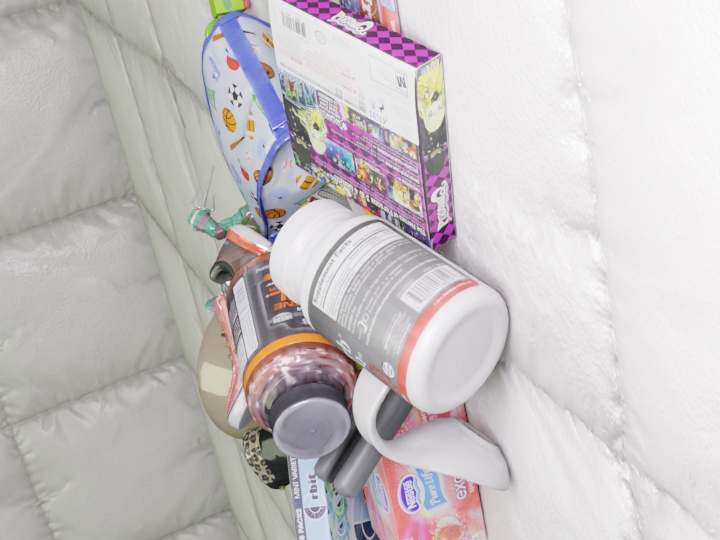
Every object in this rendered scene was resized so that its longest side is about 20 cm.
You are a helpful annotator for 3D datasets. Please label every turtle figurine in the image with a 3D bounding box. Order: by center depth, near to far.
[{"bbox_3d":[-0.135,-0.049,1.579,0.101,0.147,0.203,-127,40,-59],"label":"turtle figurine"}]

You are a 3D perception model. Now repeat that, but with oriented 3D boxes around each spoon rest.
[{"bbox_3d":[0.061,0.154,1.178,0.199,0.061,0.099,35,-179,-38],"label":"spoon rest"}]

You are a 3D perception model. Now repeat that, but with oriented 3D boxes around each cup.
[{"bbox_3d":[-0.087,0.126,1.653,0.142,0.199,0.203,6,119,45],"label":"cup"}]

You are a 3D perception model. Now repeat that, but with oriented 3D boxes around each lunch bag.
[{"bbox_3d":[-0.091,-0.156,1.373,0.171,0.122,0.201,61,173,24],"label":"lunch bag"}]

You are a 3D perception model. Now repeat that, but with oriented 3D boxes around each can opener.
[{"bbox_3d":[0.019,0.112,1.209,0.053,0.202,0.067,30,175,32],"label":"can opener"}]

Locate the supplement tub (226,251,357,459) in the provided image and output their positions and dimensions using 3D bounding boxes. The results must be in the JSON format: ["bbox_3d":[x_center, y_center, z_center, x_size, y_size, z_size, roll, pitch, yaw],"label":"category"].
[{"bbox_3d":[-0.061,0.079,1.199,0.201,0.105,0.108,-110,9,-51],"label":"supplement tub"}]

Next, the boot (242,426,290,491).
[{"bbox_3d":[-0.037,0.244,1.585,0.153,0.074,0.204,-23,115,41],"label":"boot"}]

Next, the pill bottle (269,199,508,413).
[{"bbox_3d":[0.020,0.024,1.110,0.199,0.115,0.117,34,146,36],"label":"pill bottle"}]

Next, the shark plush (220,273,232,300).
[{"bbox_3d":[-0.105,0.093,1.449,0.090,0.083,0.204,-2,102,30],"label":"shark plush"}]

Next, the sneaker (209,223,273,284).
[{"bbox_3d":[-0.079,0.030,1.355,0.199,0.082,0.077,33,175,34],"label":"sneaker"}]

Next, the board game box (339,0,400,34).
[{"bbox_3d":[0.008,-0.214,1.133,0.103,0.019,0.203,-131,26,-53],"label":"board game box"}]

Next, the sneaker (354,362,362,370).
[{"bbox_3d":[-0.037,0.029,1.417,0.066,0.077,0.202,75,-172,-51],"label":"sneaker"}]

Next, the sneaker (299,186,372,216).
[{"bbox_3d":[0.000,0.000,1.318,0.078,0.081,0.202,93,152,-57],"label":"sneaker"}]

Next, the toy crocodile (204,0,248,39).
[{"bbox_3d":[-0.159,-0.324,1.541,0.067,0.061,0.203,-159,55,-71],"label":"toy crocodile"}]

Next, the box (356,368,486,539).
[{"bbox_3d":[0.054,0.196,1.336,0.095,0.101,0.203,-134,29,-57],"label":"box"}]

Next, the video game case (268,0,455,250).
[{"bbox_3d":[0.000,-0.135,1.132,0.199,0.036,0.183,34,144,40],"label":"video game case"}]

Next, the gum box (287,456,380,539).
[{"bbox_3d":[-0.014,0.239,1.418,0.199,0.044,0.173,11,-109,-65],"label":"gum box"}]

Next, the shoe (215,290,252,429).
[{"bbox_3d":[-0.134,0.082,1.540,0.090,0.202,0.071,28,-164,14],"label":"shoe"}]
